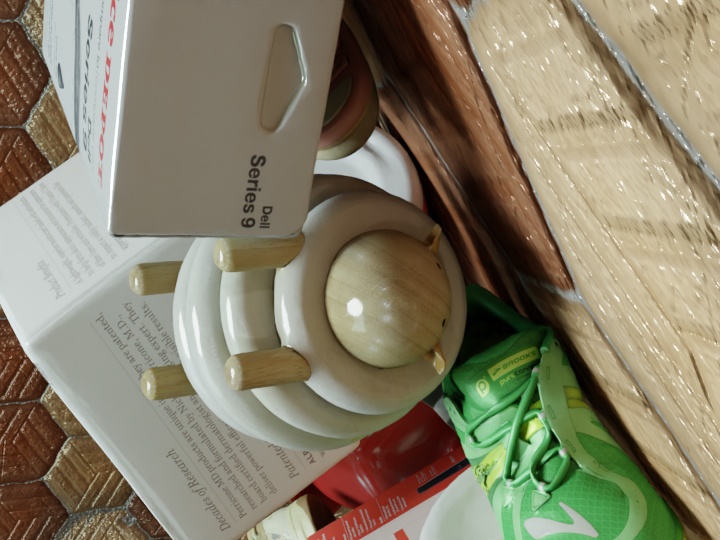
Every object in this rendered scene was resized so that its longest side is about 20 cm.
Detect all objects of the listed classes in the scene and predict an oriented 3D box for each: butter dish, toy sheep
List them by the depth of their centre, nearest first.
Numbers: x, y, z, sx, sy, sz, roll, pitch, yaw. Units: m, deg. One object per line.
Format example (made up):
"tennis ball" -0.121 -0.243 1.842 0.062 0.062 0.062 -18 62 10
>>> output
"toy sheep" -0.027 0.020 0.650 0.200 0.138 0.138 -5 119 58
"butter dish" 0.038 0.109 1.059 0.148 0.200 0.200 29 159 32

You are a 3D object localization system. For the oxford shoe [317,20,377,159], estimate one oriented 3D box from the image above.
"oxford shoe" -0.025 -0.092 0.724 0.074 0.071 0.200 42 -176 -28

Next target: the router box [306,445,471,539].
"router box" 0.089 0.225 0.976 0.201 0.179 0.049 61 180 -16

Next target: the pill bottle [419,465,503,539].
"pill bottle" 0.115 0.190 0.720 0.200 0.116 0.116 60 178 -34

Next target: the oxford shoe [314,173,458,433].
"oxford shoe" 0.027 0.023 0.762 0.200 0.071 0.071 46 -172 -16

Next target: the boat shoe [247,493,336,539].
"boat shoe" -0.025 0.262 1.009 0.073 0.062 0.201 43 -156 -58

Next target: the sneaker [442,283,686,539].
"sneaker" 0.075 0.076 0.632 0.084 0.074 0.200 56 -179 -34

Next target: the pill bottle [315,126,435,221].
"pill bottle" 0.000 0.000 0.885 0.112 0.111 0.200 58 178 28

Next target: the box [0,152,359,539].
"box" -0.130 0.042 0.904 0.200 0.131 0.199 59 170 -30

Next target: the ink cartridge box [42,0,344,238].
"ink cartridge box" -0.079 -0.121 0.601 0.200 0.084 0.147 -124 38 -55
